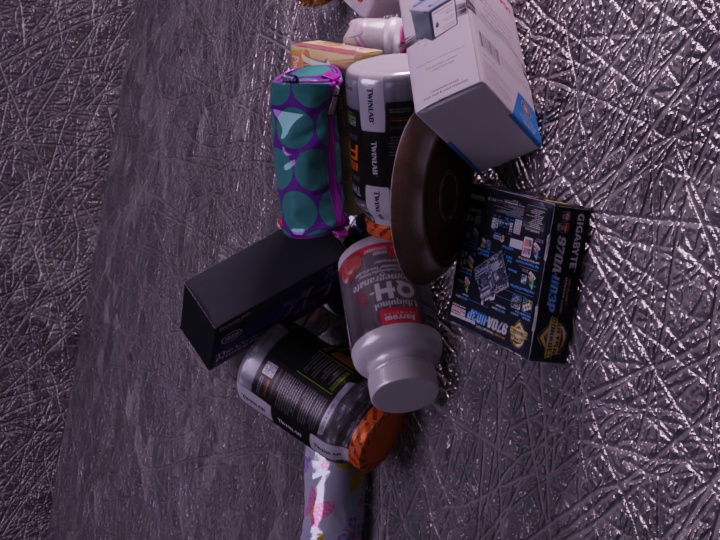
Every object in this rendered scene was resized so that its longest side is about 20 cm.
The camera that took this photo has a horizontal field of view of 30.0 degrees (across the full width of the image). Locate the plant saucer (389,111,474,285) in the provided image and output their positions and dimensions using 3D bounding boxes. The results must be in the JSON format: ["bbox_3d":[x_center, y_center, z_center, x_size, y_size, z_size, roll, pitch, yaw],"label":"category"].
[{"bbox_3d":[0.085,-0.082,1.470,0.032,0.200,0.201,4,87,25],"label":"plant saucer"}]

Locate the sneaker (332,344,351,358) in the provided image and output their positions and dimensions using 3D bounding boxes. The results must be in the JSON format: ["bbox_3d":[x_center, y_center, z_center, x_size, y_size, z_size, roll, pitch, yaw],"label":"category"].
[{"bbox_3d":[-0.024,0.141,1.815,0.200,0.066,0.079,171,95,-68],"label":"sneaker"}]

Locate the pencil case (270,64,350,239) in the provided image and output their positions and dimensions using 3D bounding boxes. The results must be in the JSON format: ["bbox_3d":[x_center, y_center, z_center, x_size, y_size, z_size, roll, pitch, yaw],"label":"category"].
[{"bbox_3d":[-0.058,-0.141,1.611,0.092,0.085,0.201,8,109,38],"label":"pencil case"}]

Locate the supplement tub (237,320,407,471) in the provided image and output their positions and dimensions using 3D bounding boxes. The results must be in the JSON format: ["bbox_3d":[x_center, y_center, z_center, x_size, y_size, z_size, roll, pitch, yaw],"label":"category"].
[{"bbox_3d":[-0.047,0.160,1.684,0.200,0.122,0.123,31,118,27],"label":"supplement tub"}]

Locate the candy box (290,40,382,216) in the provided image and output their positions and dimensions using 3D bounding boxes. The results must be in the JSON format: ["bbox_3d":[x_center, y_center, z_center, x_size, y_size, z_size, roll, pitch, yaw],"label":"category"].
[{"bbox_3d":[-0.031,-0.179,1.673,0.115,0.055,0.201,17,113,41],"label":"candy box"}]

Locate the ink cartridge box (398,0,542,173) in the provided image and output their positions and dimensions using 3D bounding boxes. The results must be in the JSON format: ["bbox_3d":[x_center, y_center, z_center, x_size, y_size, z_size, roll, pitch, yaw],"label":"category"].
[{"bbox_3d":[0.115,-0.230,1.443,0.086,0.146,0.201,-23,56,23],"label":"ink cartridge box"}]

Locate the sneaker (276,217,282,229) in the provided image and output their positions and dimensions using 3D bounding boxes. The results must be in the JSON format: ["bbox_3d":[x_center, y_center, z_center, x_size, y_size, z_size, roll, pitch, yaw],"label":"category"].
[{"bbox_3d":[-0.070,-0.101,1.892,0.071,0.112,0.201,58,-168,-54],"label":"sneaker"}]

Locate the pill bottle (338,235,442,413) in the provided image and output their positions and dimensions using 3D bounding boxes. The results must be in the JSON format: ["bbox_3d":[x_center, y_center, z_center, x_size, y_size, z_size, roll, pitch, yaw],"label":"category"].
[{"bbox_3d":[0.038,0.065,1.612,0.111,0.110,0.201,122,146,-47],"label":"pill bottle"}]

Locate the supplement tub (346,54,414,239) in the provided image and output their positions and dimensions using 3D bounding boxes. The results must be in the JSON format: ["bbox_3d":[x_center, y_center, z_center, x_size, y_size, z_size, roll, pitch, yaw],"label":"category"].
[{"bbox_3d":[0.048,-0.145,1.578,0.123,0.122,0.201,-138,41,-63],"label":"supplement tub"}]

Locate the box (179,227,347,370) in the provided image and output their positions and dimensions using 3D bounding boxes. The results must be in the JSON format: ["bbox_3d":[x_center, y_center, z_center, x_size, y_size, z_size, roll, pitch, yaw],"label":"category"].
[{"bbox_3d":[-0.123,0.025,1.697,0.079,0.199,0.141,53,158,18],"label":"box"}]

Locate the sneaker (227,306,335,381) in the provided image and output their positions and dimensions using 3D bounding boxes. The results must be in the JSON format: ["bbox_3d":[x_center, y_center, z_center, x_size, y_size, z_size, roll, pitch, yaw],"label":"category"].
[{"bbox_3d":[-0.101,0.092,1.885,0.202,0.067,0.108,-51,-19,-15],"label":"sneaker"}]

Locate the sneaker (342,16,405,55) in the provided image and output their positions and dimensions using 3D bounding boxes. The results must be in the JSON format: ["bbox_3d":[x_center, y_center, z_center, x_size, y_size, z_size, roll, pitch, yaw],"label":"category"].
[{"bbox_3d":[0.015,-0.266,1.737,0.200,0.088,0.082,96,-171,-60],"label":"sneaker"}]

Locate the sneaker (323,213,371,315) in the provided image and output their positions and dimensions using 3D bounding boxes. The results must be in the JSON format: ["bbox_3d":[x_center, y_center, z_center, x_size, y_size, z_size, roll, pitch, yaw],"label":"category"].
[{"bbox_3d":[0.000,0.000,1.779,0.112,0.073,0.201,34,140,35],"label":"sneaker"}]

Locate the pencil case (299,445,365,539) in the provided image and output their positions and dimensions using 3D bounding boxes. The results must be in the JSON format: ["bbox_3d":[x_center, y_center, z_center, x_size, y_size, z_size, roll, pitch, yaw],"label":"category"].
[{"bbox_3d":[-0.037,0.265,1.772,0.090,0.083,0.201,-11,73,45],"label":"pencil case"}]

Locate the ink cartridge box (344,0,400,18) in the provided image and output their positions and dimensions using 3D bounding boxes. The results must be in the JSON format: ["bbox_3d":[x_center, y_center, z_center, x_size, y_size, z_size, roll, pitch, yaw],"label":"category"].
[{"bbox_3d":[0.025,-0.455,1.763,0.145,0.084,0.201,47,133,27],"label":"ink cartridge box"}]

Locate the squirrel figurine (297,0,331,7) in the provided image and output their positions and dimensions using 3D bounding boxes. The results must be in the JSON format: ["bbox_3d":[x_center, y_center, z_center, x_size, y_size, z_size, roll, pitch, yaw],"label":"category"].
[{"bbox_3d":[-0.040,-0.473,1.974,0.200,0.141,0.187,106,150,-58],"label":"squirrel figurine"}]

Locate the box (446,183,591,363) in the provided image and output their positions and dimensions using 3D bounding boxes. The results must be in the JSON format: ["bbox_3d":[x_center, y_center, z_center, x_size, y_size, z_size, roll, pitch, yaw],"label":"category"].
[{"bbox_3d":[0.162,-0.002,1.413,0.200,0.046,0.160,-156,74,-67],"label":"box"}]
